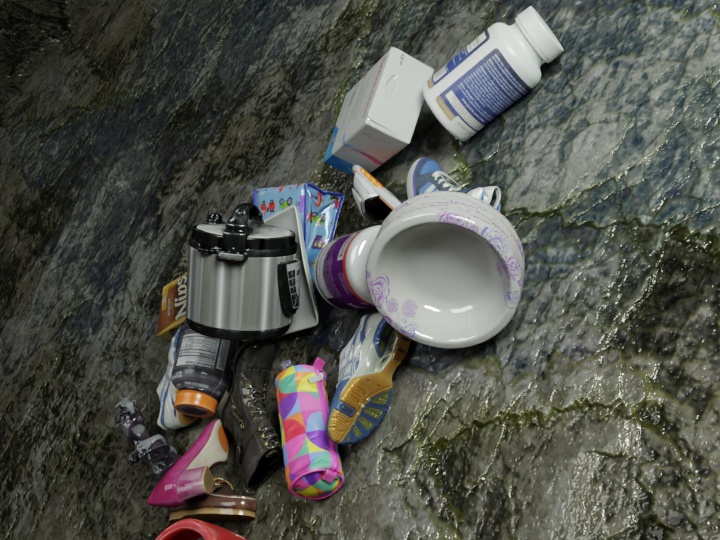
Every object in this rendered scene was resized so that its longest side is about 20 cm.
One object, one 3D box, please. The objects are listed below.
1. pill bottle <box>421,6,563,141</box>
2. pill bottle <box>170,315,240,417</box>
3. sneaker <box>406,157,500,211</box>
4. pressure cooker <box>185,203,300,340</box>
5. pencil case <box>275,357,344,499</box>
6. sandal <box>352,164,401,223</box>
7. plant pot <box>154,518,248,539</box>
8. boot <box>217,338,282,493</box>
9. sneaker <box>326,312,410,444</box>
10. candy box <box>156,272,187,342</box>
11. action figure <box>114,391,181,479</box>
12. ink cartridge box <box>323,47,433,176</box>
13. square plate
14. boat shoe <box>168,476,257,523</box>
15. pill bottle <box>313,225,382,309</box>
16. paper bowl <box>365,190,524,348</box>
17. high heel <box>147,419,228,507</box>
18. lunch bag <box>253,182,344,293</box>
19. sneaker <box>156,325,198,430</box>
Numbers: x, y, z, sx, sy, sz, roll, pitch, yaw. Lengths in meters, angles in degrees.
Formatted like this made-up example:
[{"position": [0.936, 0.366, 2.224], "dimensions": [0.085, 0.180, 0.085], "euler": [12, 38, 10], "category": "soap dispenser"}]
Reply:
[{"position": [0.200, -0.297, 1.215], "dimensions": [0.200, 0.111, 0.112], "euler": [-37, 43, 23], "category": "pill bottle"}, {"position": [-0.268, 0.151, 1.408], "dimensions": [0.106, 0.106, 0.202], "euler": [-16, 54, 39], "category": "pill bottle"}, {"position": [0.144, -0.101, 1.154], "dimensions": [0.146, 0.080, 0.202], "euler": [-30, 50, 40], "category": "sneaker"}, {"position": [-0.186, -0.004, 1.264], "dimensions": [0.175, 0.178, 0.202], "euler": [15, 105, 48], "category": "pressure cooker"}, {"position": [-0.076, 0.227, 1.173], "dimensions": [0.088, 0.088, 0.201], "euler": [-36, 45, 24], "category": "pencil case"}, {"position": [0.029, -0.102, 1.288], "dimensions": [0.059, 0.079, 0.207], "euler": [-48, 41, 6], "category": "sandal"}, {"position": [-0.182, 0.445, 1.054], "dimensions": [0.200, 0.182, 0.202], "euler": [-25, 49, 33], "category": "plant pot"}, {"position": [-0.155, 0.222, 1.262], "dimensions": [0.174, 0.069, 0.201], "euler": [53, 127, 49], "category": "boot"}, {"position": [0.002, 0.152, 1.148], "dimensions": [0.088, 0.075, 0.201], "euler": [-1, 55, 56], "category": "sneaker"}, {"position": [-0.307, 0.053, 1.556], "dimensions": [0.199, 0.056, 0.117], "euler": [-29, 47, 33], "category": "candy box"}, {"position": [-0.394, 0.295, 1.440], "dimensions": [0.069, 0.131, 0.199], "euler": [-33, 34, -27], "category": "action figure"}, {"position": [0.027, -0.255, 1.337], "dimensions": [0.200, 0.084, 0.146], "euler": [-27, 42, 66], "category": "ink cartridge box"}, {"position": [-0.144, 0.013, 1.368], "dimensions": [0.197, 0.028, 0.202], "euler": [-21, 78, 45], "category": "square plate"}, {"position": [-0.232, 0.356, 1.257], "dimensions": [0.199, 0.070, 0.071], "euler": [-15, 55, 40], "category": "boat shoe"}, {"position": [0.000, 0.000, 1.198], "dimensions": [0.200, 0.112, 0.113], "euler": [-12, 53, 67], "category": "pill bottle"}, {"position": [0.112, -0.007, 1.047], "dimensions": [0.200, 0.201, 0.105], "euler": [-31, 19, 29], "category": "paper bowl"}, {"position": [-0.268, 0.302, 1.276], "dimensions": [0.095, 0.068, 0.200], "euler": [-16, 23, 7], "category": "high heel"}, {"position": [-0.120, -0.041, 1.414], "dimensions": [0.150, 0.094, 0.202], "euler": [-1, 80, 45], "category": "lunch bag"}, {"position": [-0.339, 0.194, 1.477], "dimensions": [0.088, 0.075, 0.201], "euler": [-29, 46, 31], "category": "sneaker"}]
